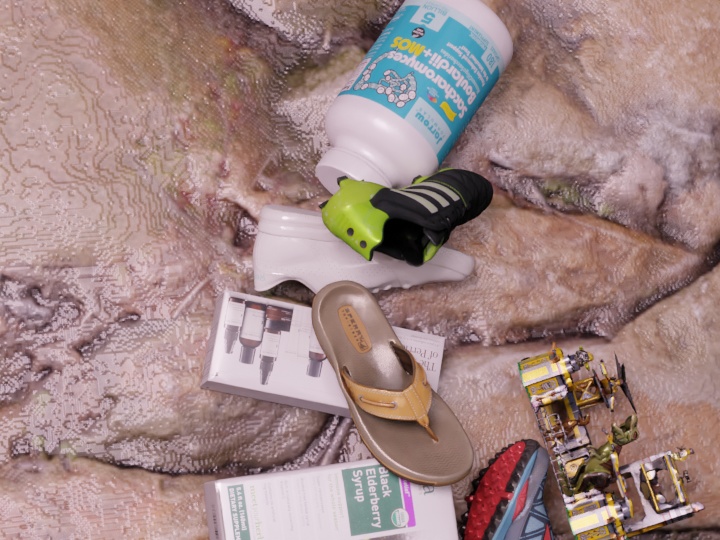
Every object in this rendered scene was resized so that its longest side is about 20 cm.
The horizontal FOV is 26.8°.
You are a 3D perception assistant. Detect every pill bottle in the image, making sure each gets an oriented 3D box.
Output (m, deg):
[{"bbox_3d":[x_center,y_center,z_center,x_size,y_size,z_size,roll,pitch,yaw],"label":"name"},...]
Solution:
[{"bbox_3d":[0.042,-0.148,1.337,0.111,0.111,0.200,35,73,-6],"label":"pill bottle"}]

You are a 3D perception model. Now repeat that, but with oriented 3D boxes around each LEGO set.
[{"bbox_3d":[0.221,0.147,1.293,0.116,0.154,0.200,-20,61,8],"label":"LEGO set"}]

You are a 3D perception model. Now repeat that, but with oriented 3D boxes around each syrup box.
[{"bbox_3d":[-0.025,0.202,1.267,0.200,0.081,0.079,-6,82,-15],"label":"syrup box"}]

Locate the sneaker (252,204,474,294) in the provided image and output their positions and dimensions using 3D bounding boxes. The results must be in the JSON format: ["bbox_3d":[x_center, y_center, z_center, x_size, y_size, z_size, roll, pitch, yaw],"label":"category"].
[{"bbox_3d":[0.000,0.000,1.328,0.200,0.075,0.089,10,97,-16],"label":"sneaker"}]

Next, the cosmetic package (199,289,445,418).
[{"bbox_3d":[-0.032,0.079,1.305,0.200,0.051,0.083,12,77,-12],"label":"cosmetic package"}]

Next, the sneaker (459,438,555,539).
[{"bbox_3d":[0.136,0.248,1.314,0.095,0.079,0.200,19,83,-21],"label":"sneaker"}]

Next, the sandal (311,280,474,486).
[{"bbox_3d":[0.024,0.090,1.250,0.080,0.054,0.200,-25,76,-21],"label":"sandal"}]

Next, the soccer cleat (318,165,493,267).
[{"bbox_3d":[0.051,-0.041,1.265,0.200,0.068,0.081,-9,50,-47],"label":"soccer cleat"}]
